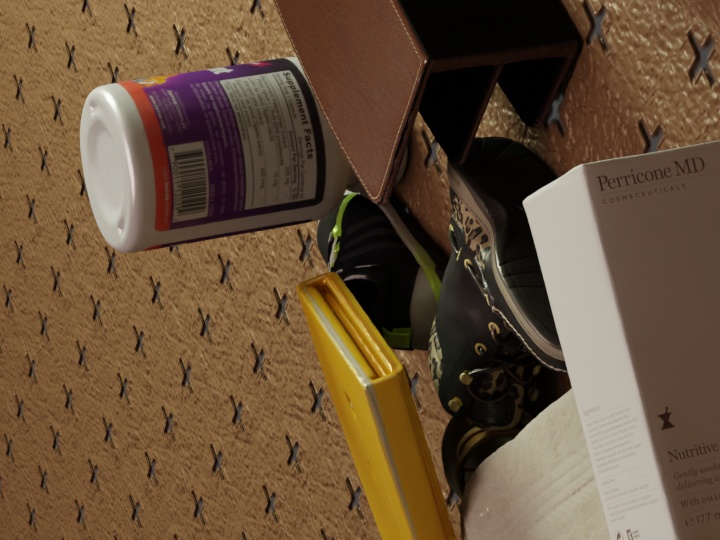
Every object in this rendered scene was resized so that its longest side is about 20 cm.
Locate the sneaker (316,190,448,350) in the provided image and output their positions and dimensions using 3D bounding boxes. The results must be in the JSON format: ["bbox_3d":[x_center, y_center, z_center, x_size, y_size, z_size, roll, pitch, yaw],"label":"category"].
[{"bbox_3d":[0.000,0.000,1.904,0.200,0.083,0.072,-141,46,-59],"label":"sneaker"}]

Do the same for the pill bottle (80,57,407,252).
[{"bbox_3d":[-0.075,-0.081,1.894,0.111,0.199,0.112,170,90,-68],"label":"pill bottle"}]

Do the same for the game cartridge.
[{"bbox_3d":[0.021,0.119,1.789,0.176,0.032,0.200,-126,15,-64],"label":"game cartridge"}]

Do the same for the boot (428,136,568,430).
[{"bbox_3d":[0.092,0.032,1.705,0.200,0.073,0.151,-120,30,-47],"label":"boot"}]

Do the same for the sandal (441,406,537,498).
[{"bbox_3d":[0.091,0.128,1.777,0.200,0.054,0.081,-159,61,-65],"label":"sandal"}]

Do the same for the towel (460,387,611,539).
[{"bbox_3d":[0.120,0.142,1.648,0.200,0.034,0.133,-44,41,47],"label":"towel"}]

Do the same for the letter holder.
[{"bbox_3d":[0.030,-0.155,1.727,0.142,0.100,0.200,110,143,-47],"label":"letter holder"}]

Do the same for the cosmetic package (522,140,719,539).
[{"bbox_3d":[0.168,0.039,1.474,0.081,0.113,0.201,152,104,-68],"label":"cosmetic package"}]
